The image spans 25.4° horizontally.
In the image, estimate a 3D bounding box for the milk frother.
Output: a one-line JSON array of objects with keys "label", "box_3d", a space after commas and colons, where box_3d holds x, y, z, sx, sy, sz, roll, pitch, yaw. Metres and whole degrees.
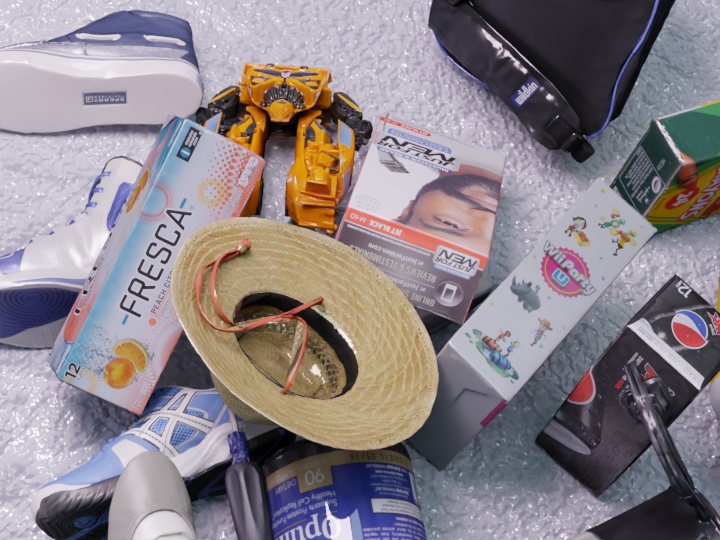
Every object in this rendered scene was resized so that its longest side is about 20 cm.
[{"label": "milk frother", "box_3d": [0.150, 0.189, 1.073, 0.187, 0.181, 0.201, -23, 79, -10]}]

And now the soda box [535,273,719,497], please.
[{"label": "soda box", "box_3d": [0.199, 0.088, 1.163, 0.071, 0.200, 0.063, 42, 59, 11]}]

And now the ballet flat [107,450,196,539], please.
[{"label": "ballet flat", "box_3d": [-0.130, 0.220, 1.041, 0.067, 0.064, 0.201, 8, 84, -36]}]

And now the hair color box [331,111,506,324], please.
[{"label": "hair color box", "box_3d": [0.046, -0.046, 1.226, 0.110, 0.064, 0.200, 20, 28, -1]}]

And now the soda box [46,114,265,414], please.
[{"label": "soda box", "box_3d": [-0.144, -0.005, 1.116, 0.068, 0.064, 0.201, 27, 89, -20]}]

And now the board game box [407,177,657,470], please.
[{"label": "board game box", "box_3d": [0.119, 0.041, 1.199, 0.064, 0.148, 0.200, 41, 59, 4]}]

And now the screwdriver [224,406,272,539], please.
[{"label": "screwdriver", "box_3d": [-0.092, 0.097, 1.105, 0.029, 0.028, 0.201, 11, 59, -55]}]

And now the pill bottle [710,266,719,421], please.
[{"label": "pill bottle", "box_3d": [0.336, 0.066, 1.264, 0.112, 0.113, 0.201, 15, 58, -6]}]

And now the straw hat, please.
[{"label": "straw hat", "box_3d": [-0.053, 0.062, 1.089, 0.200, 0.085, 0.202, 22, 41, -20]}]

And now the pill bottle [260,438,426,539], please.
[{"label": "pill bottle", "box_3d": [-0.003, 0.220, 1.087, 0.111, 0.112, 0.201, -3, 61, -16]}]

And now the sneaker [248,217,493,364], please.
[{"label": "sneaker", "box_3d": [0.000, 0.000, 1.233, 0.199, 0.074, 0.119, -14, 72, -19]}]

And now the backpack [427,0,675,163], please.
[{"label": "backpack", "box_3d": [0.161, -0.228, 1.350, 0.190, 0.201, 0.154, 28, 27, 11]}]

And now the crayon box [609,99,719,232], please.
[{"label": "crayon box", "box_3d": [0.315, -0.099, 1.346, 0.199, 0.127, 0.051, -18, 67, -23]}]

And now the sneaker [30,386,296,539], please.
[{"label": "sneaker", "box_3d": [-0.146, 0.132, 1.130, 0.199, 0.076, 0.077, -18, 60, -34]}]

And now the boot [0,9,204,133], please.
[{"label": "boot", "box_3d": [-0.228, -0.165, 1.284, 0.199, 0.073, 0.091, 2, 44, -15]}]

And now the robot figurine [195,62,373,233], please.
[{"label": "robot figurine", "box_3d": [-0.062, -0.102, 1.251, 0.144, 0.058, 0.200, 3, 37, -1]}]

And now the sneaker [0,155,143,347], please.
[{"label": "sneaker", "box_3d": [-0.196, -0.019, 1.201, 0.198, 0.081, 0.115, -12, 53, -17]}]
